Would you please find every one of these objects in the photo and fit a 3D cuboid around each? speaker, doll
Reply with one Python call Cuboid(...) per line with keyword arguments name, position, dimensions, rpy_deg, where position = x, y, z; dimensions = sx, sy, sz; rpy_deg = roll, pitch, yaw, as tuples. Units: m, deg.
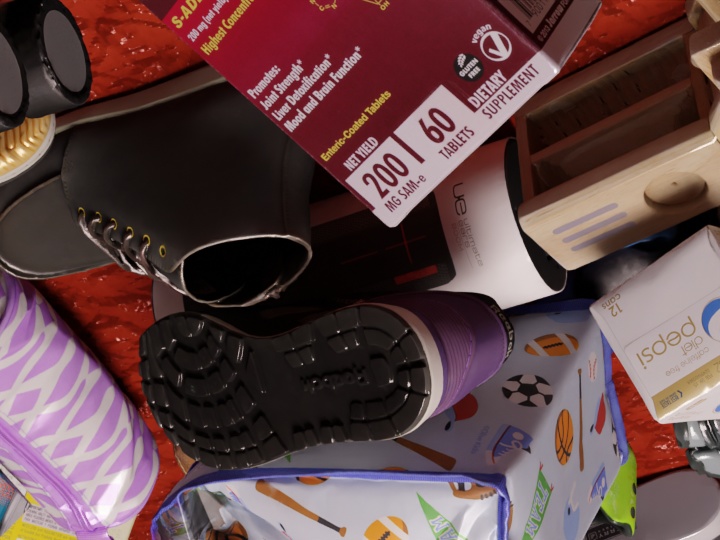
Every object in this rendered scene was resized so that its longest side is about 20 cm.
Cuboid(name="speaker", position=(0.000, 0.000, 0.838), dimensions=(0.200, 0.081, 0.081), rpy_deg=(-17, 141, 21))
Cuboid(name="doll", position=(0.149, 0.009, 0.882), dimensions=(0.136, 0.049, 0.200), rpy_deg=(16, 138, -36))

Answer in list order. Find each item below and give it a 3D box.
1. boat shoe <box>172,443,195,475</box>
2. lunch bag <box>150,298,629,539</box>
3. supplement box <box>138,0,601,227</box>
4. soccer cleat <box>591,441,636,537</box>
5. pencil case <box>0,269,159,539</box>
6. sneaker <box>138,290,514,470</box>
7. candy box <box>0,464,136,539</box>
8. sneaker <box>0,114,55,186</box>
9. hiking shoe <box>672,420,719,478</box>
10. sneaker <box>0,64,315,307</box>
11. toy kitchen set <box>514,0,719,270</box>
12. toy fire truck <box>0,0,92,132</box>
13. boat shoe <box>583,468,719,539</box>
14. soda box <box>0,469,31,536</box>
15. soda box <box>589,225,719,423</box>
Cuboid(name="boat shoe", position=(-0.063, 0.149, 1.042), dimensions=(0.068, 0.072, 0.200), rpy_deg=(-21, 139, 23))
Cuboid(name="lunch bag", position=(0.015, 0.100, 0.846), dimensions=(0.200, 0.170, 0.124), rpy_deg=(0, 116, 25))
Cuboid(name="supplement box", position=(-0.022, -0.123, 0.621), dimensions=(0.200, 0.061, 0.109), rpy_deg=(42, 132, -6))
Cuboid(name="soccer cleat", position=(0.068, 0.144, 0.990), dimensions=(0.200, 0.081, 0.068), rpy_deg=(-19, 140, 22))
Cuboid(name="pencil case", position=(-0.182, 0.072, 0.925), dimensions=(0.084, 0.086, 0.200), rpy_deg=(-17, 142, 13))
Cuboid(name="sneaker", position=(-0.017, 0.046, 0.780), dimensions=(0.200, 0.076, 0.087), rpy_deg=(-4, -171, 43))
Cuboid(name="candy box", position=(-0.232, 0.139, 1.006), dimensions=(0.200, 0.102, 0.026), rpy_deg=(23, 170, -29))
Cuboid(name="sneaker", position=(-0.223, -0.048, 0.790), dimensions=(0.200, 0.076, 0.088), rpy_deg=(-12, 158, 18))
Cuboid(name="hiking shoe", position=(0.262, 0.114, 1.004), dimensions=(0.087, 0.075, 0.200), rpy_deg=(-23, 138, 27))
Cuboid(name="sneaker", position=(-0.109, -0.021, 0.785), dimensions=(0.200, 0.106, 0.075), rpy_deg=(-24, 138, 27))
Cuboid(name="toy kitchen set", position=(0.109, -0.077, 0.670), dimensions=(0.180, 0.163, 0.200), rpy_deg=(-25, 137, 29))
Cuboid(name="toy fire truck", position=(-0.211, -0.134, 0.623), dimensions=(0.128, 0.176, 0.200), rpy_deg=(-13, 100, 16))
Cuboid(name="boat shoe", position=(0.158, 0.188, 1.113), dimensions=(0.200, 0.070, 0.066), rpy_deg=(-24, 137, 16))
Cuboid(name="soda box", position=(-0.270, 0.080, 0.902), dimensions=(0.064, 0.068, 0.200), rpy_deg=(-45, 126, -10))
Cuboid(name="soda box", position=(0.185, 0.029, 0.803), dimensions=(0.068, 0.064, 0.200), rpy_deg=(-36, 160, 22))
